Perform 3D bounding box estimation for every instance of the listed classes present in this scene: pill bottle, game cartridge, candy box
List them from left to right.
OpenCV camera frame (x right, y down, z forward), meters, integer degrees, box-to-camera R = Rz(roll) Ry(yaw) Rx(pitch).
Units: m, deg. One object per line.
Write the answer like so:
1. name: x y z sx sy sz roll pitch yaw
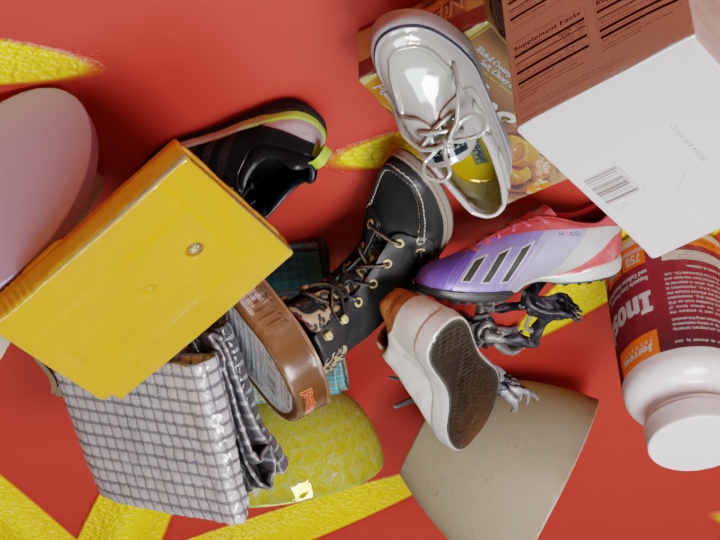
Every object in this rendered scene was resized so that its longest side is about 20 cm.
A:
1. game cartridge: -0.172 0.006 1.497 0.200 0.032 0.176 -39 144 5
2. candy box: 0.097 -0.136 1.523 0.115 0.055 0.200 -23 137 23
3. pill bottle: 0.281 0.069 1.680 0.113 0.200 0.113 -2 142 -2

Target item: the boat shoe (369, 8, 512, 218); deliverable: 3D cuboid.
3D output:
1. boat shoe: 0.064 -0.106 1.444 0.075 0.086 0.202 -15 139 15

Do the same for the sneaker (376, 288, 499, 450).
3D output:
1. sneaker: 0.064 0.079 1.649 0.073 0.085 0.200 -44 146 -19

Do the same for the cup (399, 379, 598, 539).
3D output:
1. cup: 0.122 0.183 1.847 0.143 0.200 0.200 26 139 4

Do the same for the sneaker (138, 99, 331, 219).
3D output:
1. sneaker: -0.112 -0.072 1.567 0.200 0.083 0.072 -27 136 27

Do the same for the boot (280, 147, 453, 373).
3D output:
1. boot: 0.000 0.000 1.617 0.151 0.073 0.200 -40 159 -26

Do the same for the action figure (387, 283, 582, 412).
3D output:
1. action figure: 0.121 0.073 1.747 0.102 0.119 0.200 32 125 -30

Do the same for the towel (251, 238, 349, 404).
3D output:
1. towel: -0.118 0.055 1.718 0.200 0.022 0.147 -8 106 6

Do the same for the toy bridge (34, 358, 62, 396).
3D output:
1. toy bridge: -0.273 0.051 1.754 0.067 0.027 0.200 8 143 -8

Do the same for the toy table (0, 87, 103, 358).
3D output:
1. toy table: -0.269 -0.032 1.529 0.184 0.200 0.117 30 160 25

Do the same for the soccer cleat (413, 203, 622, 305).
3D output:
1. soccer cleat: 0.135 -0.019 1.634 0.200 0.068 0.073 -10 113 -24

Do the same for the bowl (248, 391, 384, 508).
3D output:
1. bowl: -0.082 0.143 1.804 0.200 0.200 0.108 -7 100 5

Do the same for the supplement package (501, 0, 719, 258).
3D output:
1. supplement package: 0.212 -0.157 1.389 0.147 0.200 0.191 -26 136 27

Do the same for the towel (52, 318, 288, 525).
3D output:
1. towel: -0.166 0.119 1.656 0.200 0.086 0.166 3 116 40

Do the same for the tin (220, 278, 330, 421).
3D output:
1. tin: -0.095 0.041 1.615 0.042 0.200 0.112 -28 151 -22
